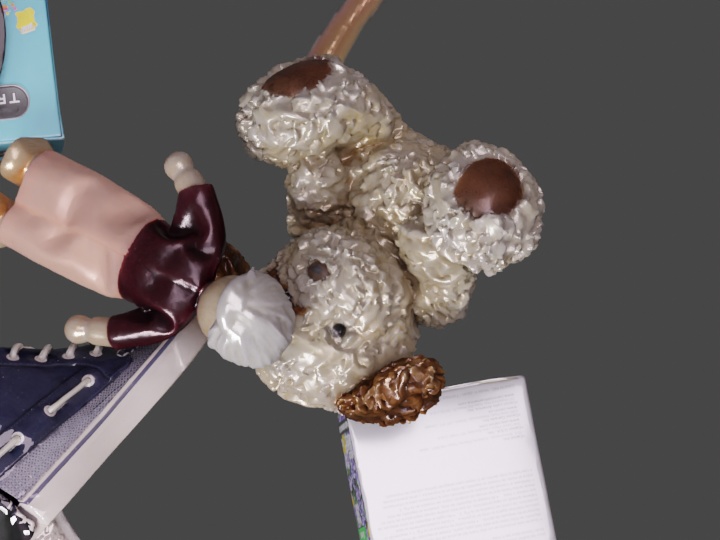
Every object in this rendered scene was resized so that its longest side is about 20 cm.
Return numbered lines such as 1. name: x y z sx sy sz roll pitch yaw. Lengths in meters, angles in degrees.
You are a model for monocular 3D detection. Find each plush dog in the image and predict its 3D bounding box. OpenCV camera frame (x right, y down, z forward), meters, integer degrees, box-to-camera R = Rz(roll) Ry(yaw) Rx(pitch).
1. plush dog: 0.000 0.000 1.700 0.200 0.161 0.172 31 76 25

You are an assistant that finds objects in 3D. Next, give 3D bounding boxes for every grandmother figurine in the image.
1. grandmother figurine: -0.119 -0.008 1.665 0.200 0.061 0.121 30 103 24

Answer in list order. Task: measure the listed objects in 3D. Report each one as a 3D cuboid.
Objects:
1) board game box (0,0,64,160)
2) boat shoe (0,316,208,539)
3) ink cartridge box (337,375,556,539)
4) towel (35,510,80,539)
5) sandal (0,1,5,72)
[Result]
1. board game box: -0.260 -0.162 1.745 0.151 0.047 0.200 -6 81 -8
2. boat shoe: -0.165 0.061 1.686 0.093 0.075 0.200 42 57 -2
3. ink cartridge box: 0.058 0.169 1.728 0.109 0.050 0.200 -9 83 -9
4. towel: -0.251 0.133 1.702 0.132 0.034 0.200 -33 86 -12
5. sandal: -0.241 -0.095 1.688 0.075 0.045 0.200 4 80 -7
